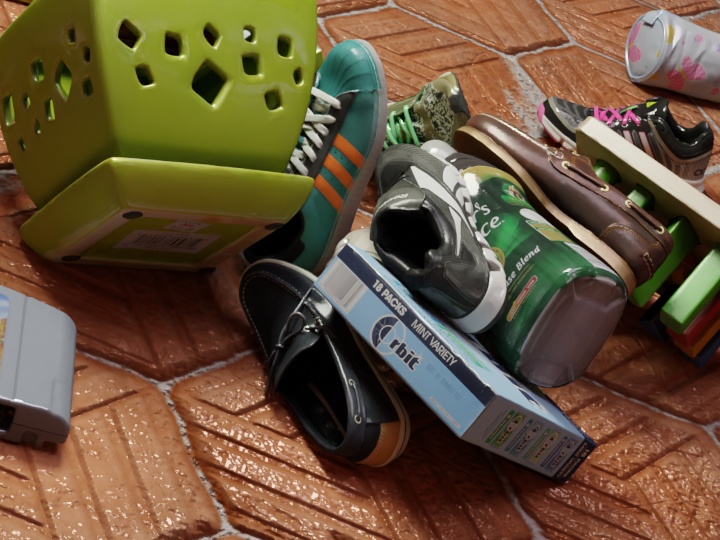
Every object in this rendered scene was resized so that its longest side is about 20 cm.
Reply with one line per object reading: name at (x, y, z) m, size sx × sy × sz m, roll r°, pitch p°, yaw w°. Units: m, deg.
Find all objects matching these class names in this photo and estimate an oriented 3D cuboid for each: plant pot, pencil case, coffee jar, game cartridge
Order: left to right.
game cartridge at (-0.287, 0.046, 1.235) m, size 0.198 × 0.042 × 0.134 m, roll 16°, pitch 34°, yaw -16°
plant pot at (-0.153, -0.105, 1.400) m, size 0.198 × 0.198 × 0.184 m, roll 4°, pitch 72°, yaw -33°
coffee jar at (0.111, -0.005, 1.430) m, size 0.085 × 0.105 × 0.200 m, roll 18°, pitch 20°, yaw -39°
pencil case at (0.412, -0.249, 2.210) m, size 0.198 × 0.091 × 0.083 m, roll 8°, pitch 32°, yaw -26°

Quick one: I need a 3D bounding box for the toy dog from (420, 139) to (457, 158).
toy dog at (0.107, -0.012, 1.579) m, size 0.096 × 0.132 × 0.199 m, roll -43°, pitch 58°, yaw -17°

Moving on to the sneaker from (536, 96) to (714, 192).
sneaker at (0.285, -0.150, 1.947) m, size 0.198 × 0.088 × 0.074 m, roll 22°, pitch 29°, yaw -4°

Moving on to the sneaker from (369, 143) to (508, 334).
sneaker at (0.042, -0.041, 1.381) m, size 0.090 × 0.066 × 0.201 m, roll 30°, pitch 24°, yaw -38°

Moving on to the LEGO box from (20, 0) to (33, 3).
LEGO box at (-0.315, -0.323, 1.780) m, size 0.198 × 0.078 × 0.150 m, roll 12°, pitch 31°, yaw -22°

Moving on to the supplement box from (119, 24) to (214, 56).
supplement box at (-0.152, -0.214, 1.463) m, size 0.108 × 0.199 × 0.062 m, roll 4°, pitch 73°, yaw -35°

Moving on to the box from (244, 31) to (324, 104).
box at (-0.063, -0.131, 1.575) m, size 0.048 × 0.201 × 0.117 m, roll -33°, pitch 50°, yaw -14°

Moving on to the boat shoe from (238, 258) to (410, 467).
boat shoe at (-0.038, 0.063, 1.359) m, size 0.062 × 0.075 × 0.200 m, roll 3°, pitch 40°, yaw -45°

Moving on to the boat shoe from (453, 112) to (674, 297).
boat shoe at (0.166, -0.063, 1.516) m, size 0.200 × 0.071 × 0.070 m, roll 43°, pitch 73°, yaw 11°

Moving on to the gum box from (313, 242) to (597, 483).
gum box at (0.073, 0.072, 1.372) m, size 0.170 × 0.045 × 0.200 m, roll 45°, pitch 9°, yaw 30°

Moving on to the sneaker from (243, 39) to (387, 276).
sneaker at (-0.038, -0.086, 1.472) m, size 0.079 × 0.202 × 0.071 m, roll -3°, pitch 25°, yaw -44°

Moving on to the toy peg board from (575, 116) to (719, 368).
toy peg board at (0.246, 0.001, 1.619) m, size 0.200 × 0.200 × 0.098 m, roll 39°, pitch 74°, yaw 24°

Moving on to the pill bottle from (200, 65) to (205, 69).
pill bottle at (-0.150, -0.232, 1.680) m, size 0.115 × 0.116 × 0.201 m, roll 15°, pitch 43°, yaw -16°

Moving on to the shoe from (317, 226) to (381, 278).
shoe at (0.000, 0.000, 1.495) m, size 0.053 × 0.070 × 0.200 m, roll 45°, pitch 23°, yaw 11°

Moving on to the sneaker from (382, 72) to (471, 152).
sneaker at (0.034, -0.119, 1.655) m, size 0.088 × 0.200 × 0.078 m, roll -19°, pitch 88°, yaw -26°
